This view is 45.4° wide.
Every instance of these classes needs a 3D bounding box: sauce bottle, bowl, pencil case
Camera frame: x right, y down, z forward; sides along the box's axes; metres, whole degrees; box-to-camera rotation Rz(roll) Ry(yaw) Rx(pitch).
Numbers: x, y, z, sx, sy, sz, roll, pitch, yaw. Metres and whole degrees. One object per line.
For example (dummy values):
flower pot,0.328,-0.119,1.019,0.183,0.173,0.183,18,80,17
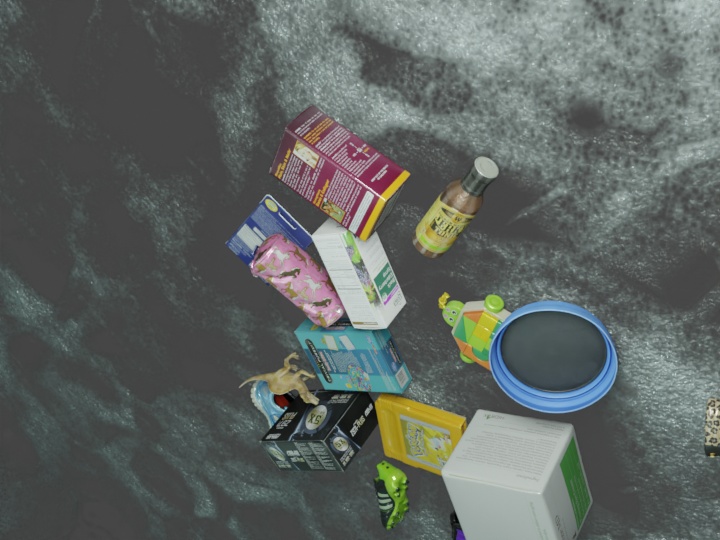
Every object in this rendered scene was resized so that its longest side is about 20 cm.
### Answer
sauce bottle,0.145,-0.096,1.317,0.065,0.065,0.200,38,140,5
bowl,0.306,0.136,1.369,0.199,0.039,0.202,7,122,12
pencil case,-0.109,0.020,1.572,0.200,0.083,0.086,40,138,-23

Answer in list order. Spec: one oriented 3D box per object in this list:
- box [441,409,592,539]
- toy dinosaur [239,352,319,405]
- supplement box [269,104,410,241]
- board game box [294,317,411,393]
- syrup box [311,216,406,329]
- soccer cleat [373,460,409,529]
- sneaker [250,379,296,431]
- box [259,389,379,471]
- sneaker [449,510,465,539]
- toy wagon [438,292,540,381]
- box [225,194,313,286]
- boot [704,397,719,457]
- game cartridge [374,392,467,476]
box,0.284,0.388,1.544,0.199,0.171,0.200,3,127,37
toy dinosaur,-0.163,0.223,1.807,0.199,0.101,0.058,11,131,31
supplement box,-0.035,-0.157,1.389,0.200,0.086,0.111,36,140,7
board game box,-0.015,0.165,1.683,0.199,0.047,0.151,-3,122,40
syrup box,0.000,0.000,1.503,0.081,0.079,0.201,-3,123,39
soccer cleat,0.065,0.496,1.904,0.081,0.067,0.201,37,142,33
sneaker,-0.163,0.326,1.917,0.090,0.078,0.200,-18,112,42
box,-0.082,0.329,1.789,0.199,0.164,0.086,-11,118,44
sneaker,0.225,0.552,1.821,0.099,0.070,0.200,41,136,11
toy wagon,0.213,0.109,1.460,0.199,0.040,0.156,31,138,13
box,-0.166,-0.061,1.617,0.121,0.032,0.200,45,140,-4
boot,0.596,0.275,1.277,0.150,0.073,0.201,5,123,34
game cartridge,0.126,0.338,1.734,0.199,0.032,0.177,12,131,29
